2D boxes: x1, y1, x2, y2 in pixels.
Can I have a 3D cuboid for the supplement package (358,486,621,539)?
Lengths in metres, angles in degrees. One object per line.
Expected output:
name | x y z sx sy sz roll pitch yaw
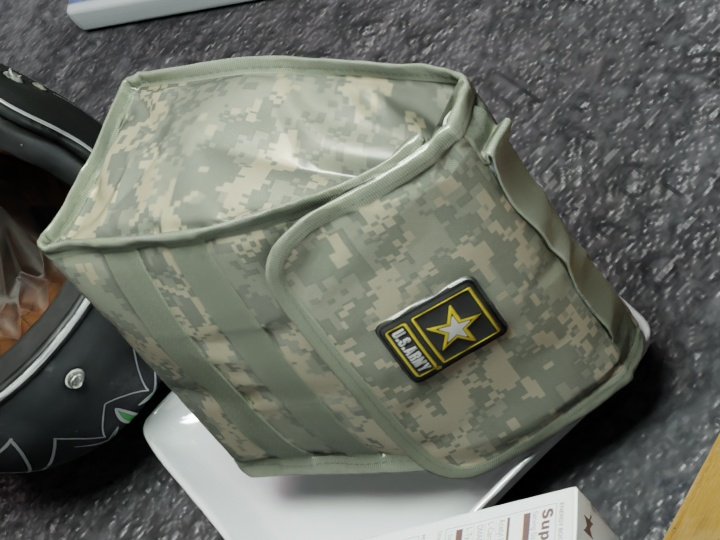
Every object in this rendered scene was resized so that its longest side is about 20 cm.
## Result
supplement package | 0.018 0.174 0.869 0.199 0.114 0.110 -18 46 29

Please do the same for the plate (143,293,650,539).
plate | 0.015 0.057 1.031 0.200 0.032 0.200 -45 40 -1

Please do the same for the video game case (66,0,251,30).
video game case | -0.067 -0.230 1.343 0.199 0.022 0.184 -5 54 37

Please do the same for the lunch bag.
lunch bag | 0.000 0.000 0.941 0.199 0.164 0.118 -5 49 37

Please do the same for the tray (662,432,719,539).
tray | 0.190 0.041 0.846 0.098 0.037 0.201 -13 35 47

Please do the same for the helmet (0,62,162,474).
helmet | -0.177 0.003 1.115 0.200 0.191 0.200 -46 5 5
